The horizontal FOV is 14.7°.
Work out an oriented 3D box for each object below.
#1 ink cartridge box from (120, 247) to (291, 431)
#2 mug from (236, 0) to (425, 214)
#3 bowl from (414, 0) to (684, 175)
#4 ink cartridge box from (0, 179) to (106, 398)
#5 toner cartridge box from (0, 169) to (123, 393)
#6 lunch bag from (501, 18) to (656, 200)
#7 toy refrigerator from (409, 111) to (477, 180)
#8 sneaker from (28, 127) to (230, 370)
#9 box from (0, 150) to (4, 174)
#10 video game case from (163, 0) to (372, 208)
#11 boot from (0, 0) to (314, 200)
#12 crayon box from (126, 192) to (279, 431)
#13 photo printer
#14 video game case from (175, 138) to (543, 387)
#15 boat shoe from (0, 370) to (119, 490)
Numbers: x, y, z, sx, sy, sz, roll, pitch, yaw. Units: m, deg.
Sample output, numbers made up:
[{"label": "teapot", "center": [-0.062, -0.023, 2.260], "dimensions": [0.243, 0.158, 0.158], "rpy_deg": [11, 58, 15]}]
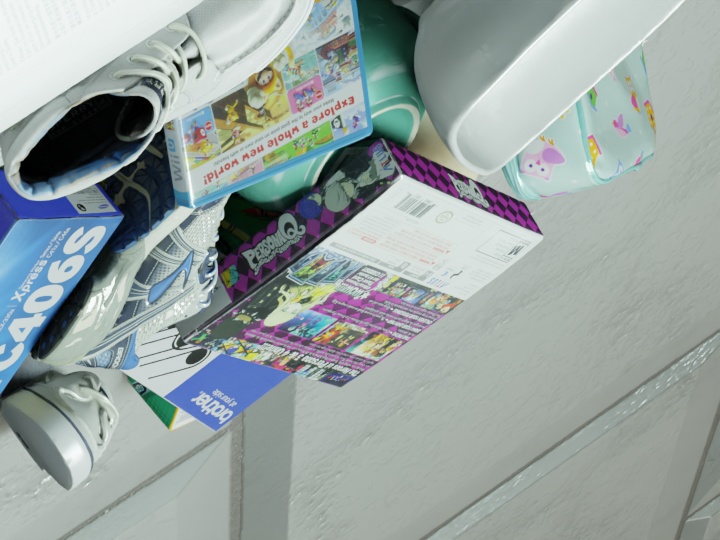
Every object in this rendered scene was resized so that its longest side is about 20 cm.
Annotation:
[{"label": "ink cartridge box", "center": [-0.108, 0.037, 1.830], "dimensions": [0.094, 0.044, 0.200], "rpy_deg": [-37, 153, 5]}, {"label": "mug", "center": [-0.018, -0.118, 1.741], "dimensions": [0.185, 0.114, 0.152], "rpy_deg": [-35, 156, -14]}, {"label": "bowl", "center": [0.111, -0.156, 1.691], "dimensions": [0.200, 0.075, 0.200], "rpy_deg": [-43, 169, 2]}, {"label": "ink cartridge box", "center": [-0.203, 0.000, 1.750], "dimensions": [0.199, 0.047, 0.198], "rpy_deg": [-31, 154, -20]}, {"label": "toner cartridge box", "center": [-0.230, 0.027, 1.647], "dimensions": [0.095, 0.043, 0.200], "rpy_deg": [-3, 136, -53]}, {"label": "lunch bag", "center": [0.137, -0.137, 1.886], "dimensions": [0.077, 0.161, 0.200], "rpy_deg": [-13, -174, 20]}, {"label": "toy refrigerator", "center": [0.028, -0.059, 1.938], "dimensions": [0.076, 0.070, 0.201], "rpy_deg": [-3, 133, -22]}, {"label": "sneaker", "center": [-0.118, -0.017, 1.684], "dimensions": [0.085, 0.077, 0.200], "rpy_deg": [22, 121, -37]}, {"label": "box", "center": [-0.174, -0.120, 1.582], "dimensions": [0.199, 0.040, 0.137], "rpy_deg": [-23, 150, -39]}, {"label": "video game case", "center": [-0.062, -0.152, 1.593], "dimensions": [0.143, 0.018, 0.201], "rpy_deg": [-24, 116, -36]}, {"label": "boot", "center": [-0.106, -0.102, 1.503], "dimensions": [0.200, 0.074, 0.096], "rpy_deg": [-34, -159, 5]}, {"label": "crayon box", "center": [-0.083, 0.013, 1.945], "dimensions": [0.118, 0.058, 0.200], "rpy_deg": [-25, 151, -35]}, {"label": "photo printer", "center": [-0.183, -0.159, 1.417], "dimensions": [0.200, 0.069, 0.167], "rpy_deg": [-35, 138, -16]}, {"label": "video game case", "center": [0.000, 0.000, 1.782], "dimensions": [0.181, 0.036, 0.200], "rpy_deg": [-37, 154, 19]}, {"label": "boat shoe", "center": [-0.191, 0.098, 1.834], "dimensions": [0.066, 0.072, 0.200], "rpy_deg": [-36, -178, -10]}]
